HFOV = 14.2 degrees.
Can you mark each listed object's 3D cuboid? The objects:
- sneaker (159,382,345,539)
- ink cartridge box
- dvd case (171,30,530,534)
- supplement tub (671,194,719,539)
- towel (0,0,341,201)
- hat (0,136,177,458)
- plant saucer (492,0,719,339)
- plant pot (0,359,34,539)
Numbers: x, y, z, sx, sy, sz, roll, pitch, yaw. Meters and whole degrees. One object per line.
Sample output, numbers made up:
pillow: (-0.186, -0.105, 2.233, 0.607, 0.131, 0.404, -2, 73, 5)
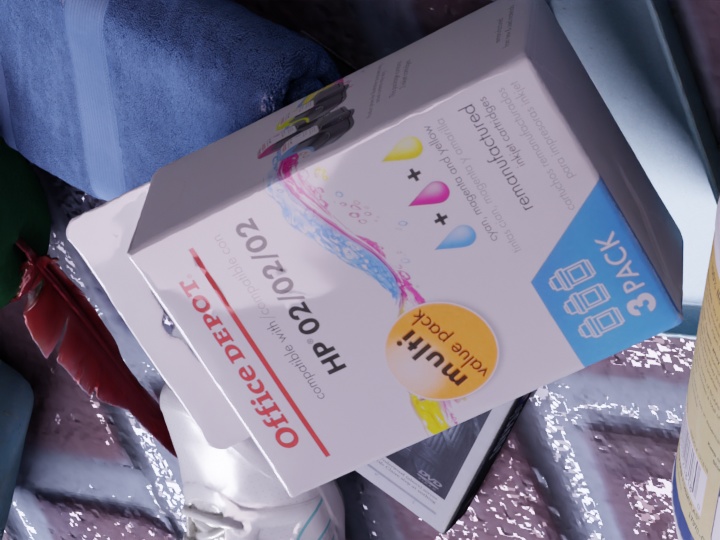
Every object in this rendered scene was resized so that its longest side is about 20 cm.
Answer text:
sneaker: (-0.045, 0.130, 1.283, 0.070, 0.080, 0.201, 20, 143, 49)
ink cartridge box: (0.000, 0.000, 1.018, 0.200, 0.068, 0.115, -26, 112, 18)
dvd case: (0.005, 0.010, 1.172, 0.150, 0.025, 0.200, 36, 145, 9)
supplement tub: (0.178, 0.024, 0.918, 0.144, 0.144, 0.200, 27, 142, 21)
towel: (-0.079, -0.071, 1.122, 0.200, 0.048, 0.112, 29, 137, 40)
hat: (-0.142, -0.027, 1.277, 0.166, 0.176, 0.200, 58, 139, 35)
plant saucer: (0.093, -0.058, 1.025, 0.070, 0.019, 0.200, 6, 130, 40)
plant pot: (-0.264, 0.114, 1.384, 0.196, 0.200, 0.196, 35, 143, 11)
